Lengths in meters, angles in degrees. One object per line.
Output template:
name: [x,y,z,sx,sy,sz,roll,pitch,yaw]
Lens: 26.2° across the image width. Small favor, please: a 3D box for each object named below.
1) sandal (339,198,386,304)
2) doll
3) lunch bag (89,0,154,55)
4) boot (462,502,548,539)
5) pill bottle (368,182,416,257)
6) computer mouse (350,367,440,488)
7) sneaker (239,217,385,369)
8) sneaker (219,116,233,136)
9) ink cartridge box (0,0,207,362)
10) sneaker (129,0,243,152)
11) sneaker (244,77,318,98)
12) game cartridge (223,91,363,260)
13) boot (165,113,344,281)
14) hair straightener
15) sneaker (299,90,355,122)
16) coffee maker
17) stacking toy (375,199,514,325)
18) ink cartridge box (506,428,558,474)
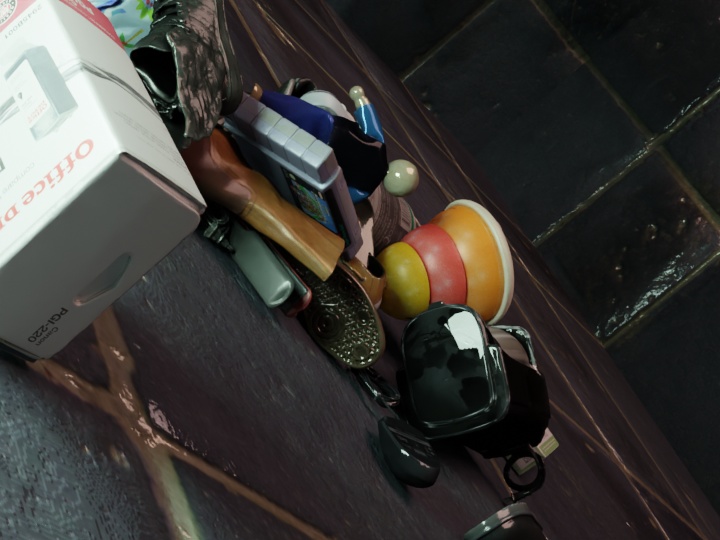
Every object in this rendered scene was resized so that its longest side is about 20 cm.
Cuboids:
sandal: [0.000,0.000,1.606,0.081,0.054,0.202,31,51,-38]
doll: [-0.029,-0.131,1.620,0.199,0.137,0.048,24,-12,-7]
lunch bag: [-0.235,-0.263,1.491,0.170,0.127,0.201,37,27,-51]
boot: [0.187,0.323,1.465,0.201,0.065,0.165,60,15,21]
pill bottle: [-0.028,-0.073,1.743,0.200,0.113,0.113,36,18,-53]
computer mouse: [0.025,0.147,1.472,0.058,0.034,0.200,26,16,-27]
sneaker: [-0.039,0.008,1.540,0.201,0.070,0.076,52,11,7]
sneaker: [-0.175,-0.188,1.682,0.116,0.075,0.201,55,15,-30]
ink cartridge box: [-0.197,-0.068,0.932,0.085,0.145,0.201,36,18,-50]
sneaker: [-0.160,-0.199,1.347,0.104,0.060,0.201,-7,76,-56]
sneaker: [-0.097,-0.190,1.843,0.075,0.115,0.200,44,12,-23]
game cartridge: [-0.064,-0.088,1.508,0.129,0.038,0.200,38,-14,23]
boot: [-0.108,-0.054,1.402,0.200,0.069,0.188,43,10,-2]
hair straightener: [-0.120,-0.043,1.455,0.201,0.041,0.077,56,11,26]
sneaker: [-0.040,-0.161,1.772,0.200,0.072,0.071,76,13,-66]
coffee maker: [0.133,0.138,1.650,0.193,0.134,0.200,55,12,18]
stacking toy: [0.058,0.010,1.728,0.146,0.199,0.147,39,-44,51]
ink cartridge box: [0.168,0.160,1.962,0.201,0.048,0.145,55,12,8]
